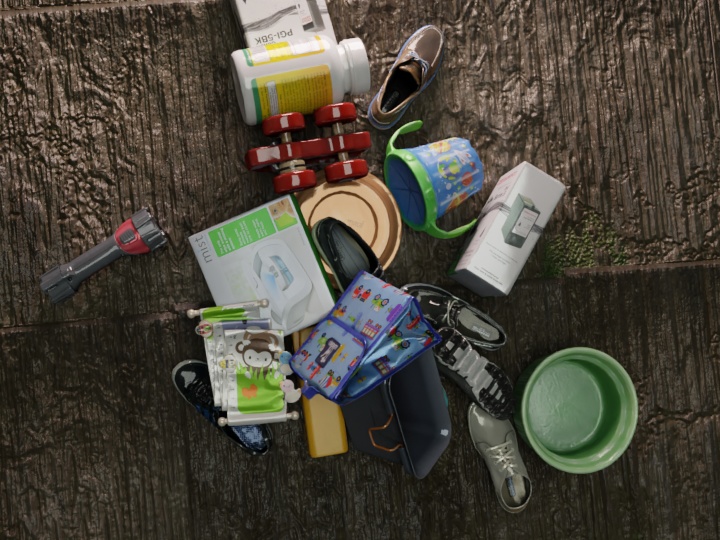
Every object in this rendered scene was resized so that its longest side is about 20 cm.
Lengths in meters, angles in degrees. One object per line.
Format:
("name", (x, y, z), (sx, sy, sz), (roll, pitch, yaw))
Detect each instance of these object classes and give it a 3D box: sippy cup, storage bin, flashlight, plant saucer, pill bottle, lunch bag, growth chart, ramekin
("sippy cup", (0.126, -0.152, 1.454), (0.129, 0.139, 0.180), (-26, 115, -19))
("storage bin", (0.037, 0.211, 1.374), (0.146, 0.133, 0.202), (-44, 125, -44))
("flashlight", (-0.404, -0.020, 1.401), (0.199, 0.068, 0.068), (-33, 126, -4))
("plant saucer", (-0.029, -0.070, 1.460), (0.198, 0.032, 0.203), (0, 91, -4))
("pill bottle", (-0.090, -0.295, 1.358), (0.198, 0.113, 0.114), (-14, 89, -10))
("lunch bag", (-0.009, 0.114, 1.295), (0.200, 0.150, 0.094), (-43, 122, -13))
("growth chart", (-0.172, 0.142, 1.354), (0.143, 0.018, 0.202), (-13, 95, 0))
("ramekin", (0.347, 0.227, 1.475), (0.197, 0.098, 0.203), (0, 87, -8))

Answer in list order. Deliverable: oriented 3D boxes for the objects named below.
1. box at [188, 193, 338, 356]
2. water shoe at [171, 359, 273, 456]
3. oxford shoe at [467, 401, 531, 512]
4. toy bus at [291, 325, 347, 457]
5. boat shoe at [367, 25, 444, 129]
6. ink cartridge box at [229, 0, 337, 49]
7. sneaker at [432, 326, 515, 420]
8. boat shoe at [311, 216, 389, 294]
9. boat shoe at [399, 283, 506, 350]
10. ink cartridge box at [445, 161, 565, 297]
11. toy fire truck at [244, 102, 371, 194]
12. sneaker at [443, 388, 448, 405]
("box", (-0.148, 0.005, 1.401), (0.175, 0.097, 0.202), (-22, 93, 2))
("water shoe", (-0.214, 0.213, 1.405), (0.200, 0.079, 0.072), (41, 82, -4))
("oxford shoe", (0.235, 0.306, 1.476), (0.074, 0.058, 0.202), (-19, 87, -5))
("toy bus", (-0.067, 0.190, 1.427), (0.064, 0.078, 0.203), (-8, 88, -8))
("boat shoe", (0.085, -0.325, 1.479), (0.072, 0.072, 0.201), (30, 83, -6))
("ink cartridge box", (-0.128, -0.413, 1.448), (0.145, 0.083, 0.202), (-17, 90, -9))
("sneaker", (0.176, 0.166, 1.462), (0.200, 0.090, 0.067), (45, 75, -14))
("boat shoe", (0.002, -0.002, 1.405), (0.074, 0.066, 0.201), (-35, 98, -26))
("boat shoe", (0.155, 0.072, 1.466), (0.198, 0.071, 0.073), (22, 80, -5))
("ink cartridge box", (0.234, -0.063, 1.450), (0.084, 0.146, 0.201), (31, 83, -4))
("toy fire truck", (-0.083, -0.180, 1.386), (0.198, 0.168, 0.114), (-12, 90, -14))
("sneaker", (0.078, 0.151, 1.450), (0.077, 0.080, 0.200), (-41, 92, -8))
